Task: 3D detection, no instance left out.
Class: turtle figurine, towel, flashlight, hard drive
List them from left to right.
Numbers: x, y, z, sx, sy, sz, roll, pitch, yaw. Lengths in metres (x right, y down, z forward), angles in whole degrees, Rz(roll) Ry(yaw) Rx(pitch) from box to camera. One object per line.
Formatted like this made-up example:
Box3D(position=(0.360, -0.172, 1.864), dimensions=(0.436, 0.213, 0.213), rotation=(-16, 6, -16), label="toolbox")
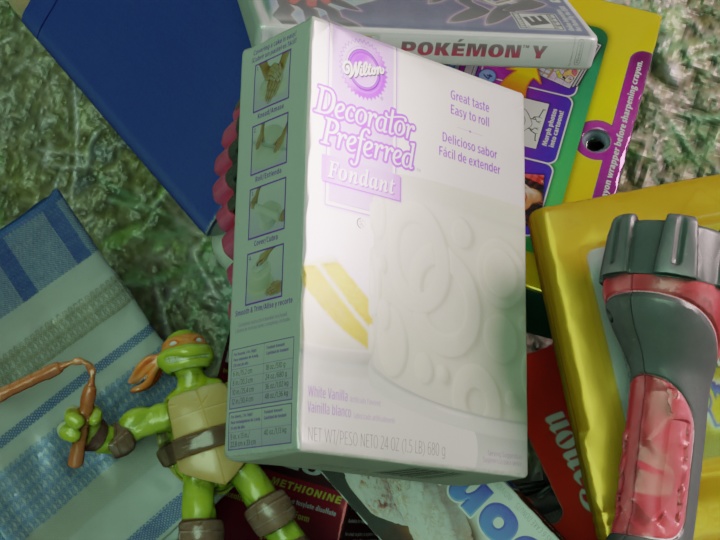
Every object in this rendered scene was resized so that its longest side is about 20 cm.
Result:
Box3D(position=(-0.160, 0.075, 0.720), dimensions=(0.147, 0.024, 0.201), rotation=(-39, 103, -33), label="towel")
Box3D(position=(-0.115, -0.138, 0.816), dimensions=(0.200, 0.025, 0.132), rotation=(48, 116, 18), label="hard drive")
Box3D(position=(-0.088, 0.100, 0.711), dimensions=(0.199, 0.064, 0.162), rotation=(-12, 77, -20), label="turtle figurine")
Box3D(position=(0.135, 0.077, 0.626), dimensions=(0.067, 0.068, 0.202), rotation=(10, 78, 4), label="flashlight")

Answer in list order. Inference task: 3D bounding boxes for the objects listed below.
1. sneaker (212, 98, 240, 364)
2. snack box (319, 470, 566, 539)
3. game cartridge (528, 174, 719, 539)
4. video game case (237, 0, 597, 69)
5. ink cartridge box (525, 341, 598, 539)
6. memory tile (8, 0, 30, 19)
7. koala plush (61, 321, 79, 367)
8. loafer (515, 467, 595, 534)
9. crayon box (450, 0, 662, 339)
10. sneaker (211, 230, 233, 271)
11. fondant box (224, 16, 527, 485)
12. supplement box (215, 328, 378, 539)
Box3D(position=(-0.021, -0.011, 0.699), dimensions=(0.095, 0.079, 0.202), rotation=(2, 80, -29), label="sneaker")
Box3D(position=(0.028, 0.110, 0.728), dimensions=(0.072, 0.024, 0.200), rotation=(-46, 69, 5), label="snack box")
Box3D(position=(0.190, 0.050, 0.677), dimensions=(0.175, 0.032, 0.202), rotation=(-11, 76, 0), label="game cartridge")
Box3D(position=(0.016, -0.169, 0.752), dimensions=(0.181, 0.201, 0.023), rotation=(0, 126, -14), label="video game case")
Box3D(position=(0.164, 0.076, 0.741), dimensions=(0.199, 0.050, 0.163), rotation=(-19, 52, -5), label="ink cartridge box")
Box3D(position=(-0.168, -0.226, 0.890), dimensions=(0.199, 0.017, 0.154), rotation=(23, 88, 10), label="memory tile")
Box3D(position=(-0.215, 0.124, 0.791), dimensions=(0.183, 0.177, 0.202), rotation=(8, 77, -28), label="koala plush")
Box3D(position=(0.105, 0.136, 0.784), dimensions=(0.199, 0.072, 0.063), rotation=(-25, 77, 9), label="loafer")
Box3D(position=(0.068, -0.077, 0.781), dimensions=(0.171, 0.058, 0.201), rotation=(15, 65, 10), label="crayon box")
Box3D(position=(0.000, 0.000, 0.812), dimensions=(0.199, 0.072, 0.072), rotation=(18, 89, 12), label="sneaker")
Box3D(position=(0.012, -0.003, 0.647), dimensions=(0.058, 0.144, 0.202), rotation=(-17, 68, 48), label="fondant box")
Box3D(position=(-0.044, 0.139, 0.798), dimensions=(0.108, 0.061, 0.202), rotation=(11, 85, 26), label="supplement box")
